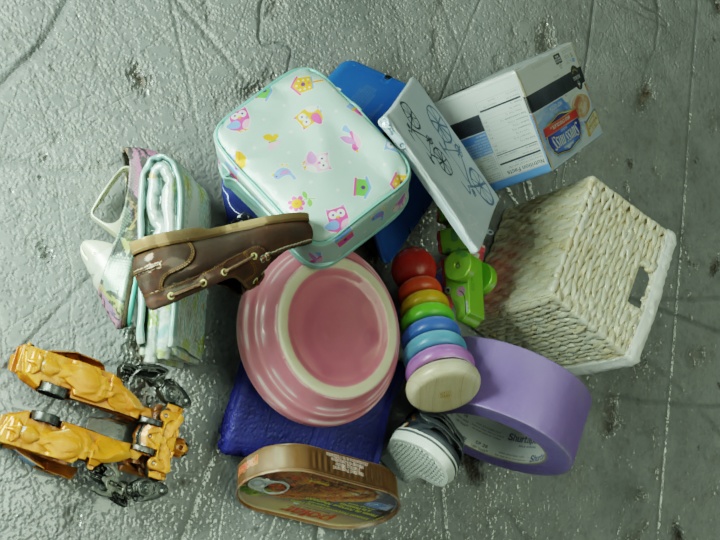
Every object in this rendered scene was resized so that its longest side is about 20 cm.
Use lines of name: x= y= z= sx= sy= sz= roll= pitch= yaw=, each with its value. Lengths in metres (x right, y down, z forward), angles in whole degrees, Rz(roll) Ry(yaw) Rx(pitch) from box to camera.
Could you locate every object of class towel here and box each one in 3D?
towel: x=-0.191 y=-0.002 z=1.178 sx=0.047 sy=0.171 sz=0.203 roll=2 pitch=82 yaw=2
towel: x=-0.055 y=0.150 z=1.290 sx=0.198 sy=0.049 sz=0.150 roll=16 pitch=90 yaw=-28

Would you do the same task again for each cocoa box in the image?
cocoa box: x=0.204 y=-0.192 z=1.477 sx=0.200 sy=0.132 sz=0.133 roll=-34 pitch=103 yaw=-54

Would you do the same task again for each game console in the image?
game console: x=0.007 y=-0.135 z=1.383 sx=0.169 sy=0.119 sz=0.200 roll=25 pitch=43 yaw=10

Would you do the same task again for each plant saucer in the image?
plant saucer: x=-0.035 y=0.064 z=1.240 sx=0.198 sy=0.051 sz=0.204 roll=8 pitch=74 yaw=-31

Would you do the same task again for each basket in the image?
basket: x=0.266 y=0.012 z=1.486 sx=0.160 sy=0.199 sz=0.200 roll=34 pitch=64 yaw=-20

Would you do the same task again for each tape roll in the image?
tape roll: x=0.171 y=0.165 z=1.385 sx=0.199 sy=0.199 sz=0.086 roll=36 pitch=65 yaw=-26

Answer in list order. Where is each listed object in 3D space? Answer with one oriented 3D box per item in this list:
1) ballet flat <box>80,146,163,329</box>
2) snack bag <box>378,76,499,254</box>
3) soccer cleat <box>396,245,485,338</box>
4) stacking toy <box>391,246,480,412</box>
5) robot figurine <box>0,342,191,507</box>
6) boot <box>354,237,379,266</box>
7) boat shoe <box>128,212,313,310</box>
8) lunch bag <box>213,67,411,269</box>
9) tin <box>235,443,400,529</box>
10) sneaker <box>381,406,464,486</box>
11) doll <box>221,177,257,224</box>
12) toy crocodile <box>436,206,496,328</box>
ballet flat: x=-0.250 y=-0.038 z=1.200 sx=0.070 sy=0.069 sz=0.203 roll=16 pitch=68 yaw=-12
snack bag: x=0.092 y=-0.117 z=1.306 sx=0.190 sy=0.021 sz=0.200 roll=54 pitch=23 yaw=-11
soccer cleat: x=0.098 y=0.019 z=1.444 sx=0.200 sy=0.075 sz=0.067 roll=-52 pitch=146 yaw=-44
stacking toy: x=0.076 y=0.059 z=1.323 sx=0.085 sy=0.085 sz=0.202 roll=19 pitch=42 yaw=-32
robot figurine: x=-0.264 y=0.152 z=1.158 sx=0.198 sy=0.058 sz=0.147 roll=25 pitch=69 yaw=-30
boot: x=0.000 y=0.000 z=1.369 sx=0.201 sy=0.069 sz=0.174 roll=53 pitch=56 yaw=-18
boat shoe: x=-0.126 y=-0.009 z=1.095 sx=0.198 sy=0.070 sz=0.071 roll=-14 pitch=84 yaw=-36
lunch bag: x=-0.057 y=-0.109 z=1.228 sx=0.160 sy=0.077 sz=0.200 roll=-39 pitch=70 yaw=-14
tin: x=-0.046 y=0.240 z=1.272 sx=0.198 sy=0.112 sz=0.042 roll=21 pitch=43 yaw=-32
sneaker: x=0.078 y=0.193 z=1.310 sx=0.079 sy=0.200 sz=0.079 roll=-42 pitch=93 yaw=-16
doll: x=-0.116 y=-0.039 z=1.281 sx=0.134 sy=0.049 sz=0.203 roll=-9 pitch=77 yaw=-8
toy crocodile: x=0.119 y=-0.030 z=1.386 sx=0.067 sy=0.061 sz=0.203 roll=17 pitch=63 yaw=-53
